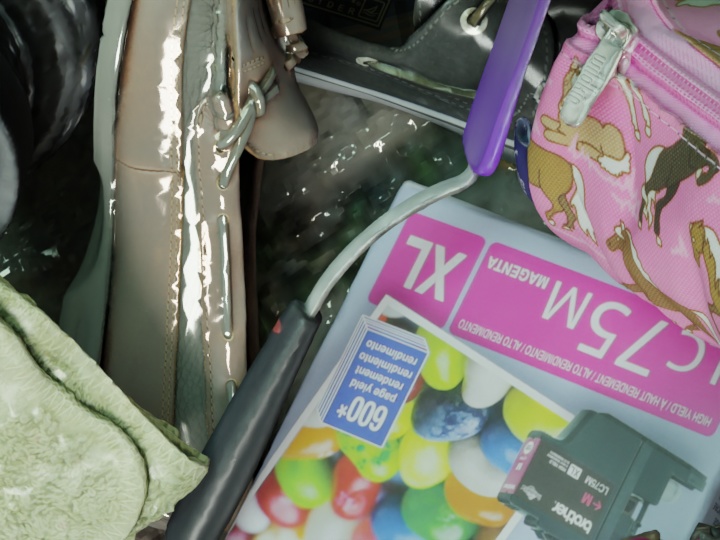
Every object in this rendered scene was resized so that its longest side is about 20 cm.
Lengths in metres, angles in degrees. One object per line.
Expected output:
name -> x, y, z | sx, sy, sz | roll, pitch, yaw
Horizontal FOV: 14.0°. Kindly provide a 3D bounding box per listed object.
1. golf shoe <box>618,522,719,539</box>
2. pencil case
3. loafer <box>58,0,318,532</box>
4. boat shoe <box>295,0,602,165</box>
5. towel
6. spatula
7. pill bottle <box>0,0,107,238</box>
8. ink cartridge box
golf shoe -> 0.134, 0.117, 0.641 | 0.200, 0.073, 0.092 | 10, 106, 41
pencil case -> 0.115, 0.001, 0.660 | 0.200, 0.086, 0.083 | 45, 130, 48
loafer -> -0.037, -0.026, 0.776 | 0.063, 0.072, 0.200 | 14, 106, 11
boat shoe -> 0.030, -0.070, 0.793 | 0.200, 0.057, 0.069 | 13, 76, 26
towel -> -0.154, 0.056, 0.754 | 0.200, 0.148, 0.036 | -35, 26, 29
spatula -> 0.000, 0.000, 0.745 | 0.021, 0.057, 0.200 | 33, 99, -10
pill bottle -> -0.119, -0.089, 0.789 | 0.112, 0.112, 0.200 | -15, 37, 16
ink cartridge box -> 0.022, 0.087, 0.749 | 0.119, 0.042, 0.200 | 21, 81, 28
